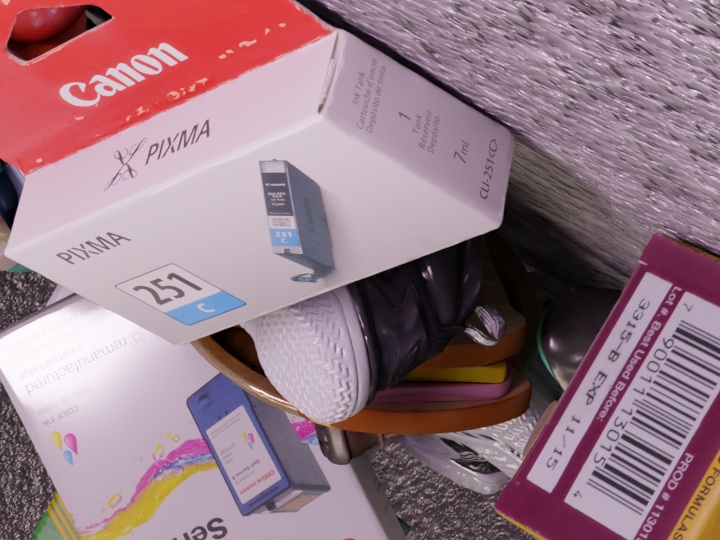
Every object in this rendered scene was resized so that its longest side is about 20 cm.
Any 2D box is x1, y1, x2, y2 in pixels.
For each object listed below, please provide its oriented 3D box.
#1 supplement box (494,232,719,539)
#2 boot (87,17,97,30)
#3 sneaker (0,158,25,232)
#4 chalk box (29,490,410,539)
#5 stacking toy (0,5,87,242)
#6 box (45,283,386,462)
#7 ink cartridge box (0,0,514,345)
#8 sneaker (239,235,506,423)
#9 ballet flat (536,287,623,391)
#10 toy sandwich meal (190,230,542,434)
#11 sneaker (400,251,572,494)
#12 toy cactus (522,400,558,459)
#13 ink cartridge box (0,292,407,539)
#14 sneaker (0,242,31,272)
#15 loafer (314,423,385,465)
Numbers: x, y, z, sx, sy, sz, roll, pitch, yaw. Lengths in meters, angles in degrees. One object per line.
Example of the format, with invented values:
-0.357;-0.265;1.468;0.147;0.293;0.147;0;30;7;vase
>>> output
0.173;0.091;1.140;0.200;0.131;0.103;33;177;-39;supplement box
-0.100;-0.088;1.473;0.174;0.069;0.200;23;178;-1;boot
-0.108;-0.054;1.208;0.077;0.085;0.200;68;158;14;sneaker
-0.060;0.159;1.618;0.200;0.124;0.124;27;174;21;chalk box
-0.149;-0.090;1.288;0.085;0.085;0.200;29;153;3;stacking toy
-0.056;0.007;1.637;0.200;0.152;0.106;30;177;-4;box
-0.072;-0.047;1.098;0.176;0.045;0.200;31;147;-31;ink cartridge box
-0.014;-0.034;1.274;0.200;0.114;0.075;62;153;18;sneaker
0.172;0.068;1.367;0.200;0.068;0.068;35;161;-29;ballet flat
0.000;0.000;1.366;0.205;0.070;0.205;8;-140;-7;toy sandwich meal
0.078;0.046;1.482;0.075;0.115;0.200;29;168;0;sneaker
0.155;0.104;1.308;0.165;0.102;0.200;30;136;-3;toy cactus
-0.082;0.091;1.498;0.200;0.145;0.088;64;-175;-3;ink cartridge box
-0.131;-0.037;1.456;0.080;0.071;0.200;-3;177;-35;sneaker
0.010;0.017;1.450;0.071;0.200;0.073;-6;128;10;loafer
